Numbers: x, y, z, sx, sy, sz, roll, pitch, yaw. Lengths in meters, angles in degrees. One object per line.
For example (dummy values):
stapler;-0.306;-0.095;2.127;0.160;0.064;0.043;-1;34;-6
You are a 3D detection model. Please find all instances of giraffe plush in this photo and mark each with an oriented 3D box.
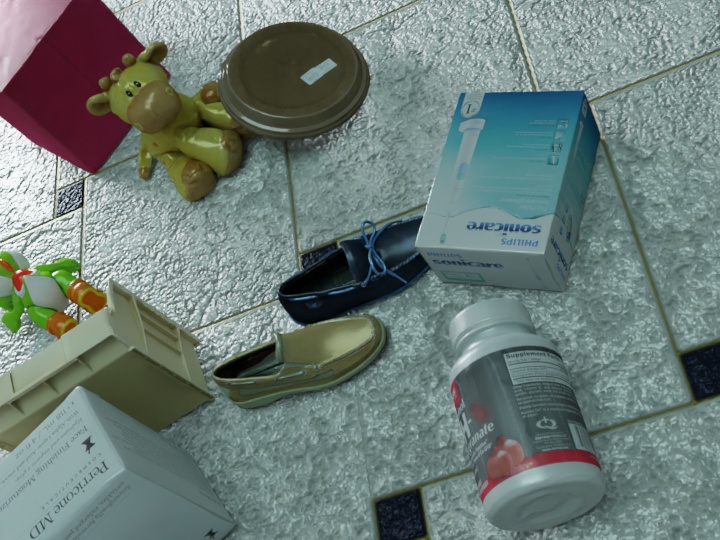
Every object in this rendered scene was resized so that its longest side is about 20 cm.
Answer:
giraffe plush;-0.259;-0.212;1.324;0.200;0.162;0.173;16;70;34

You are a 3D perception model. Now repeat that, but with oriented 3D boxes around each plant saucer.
plant saucer;-0.087;-0.254;1.294;0.199;0.030;0.201;0;57;1

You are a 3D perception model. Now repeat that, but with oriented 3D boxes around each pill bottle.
pill bottle;0.145;0.129;0.930;0.110;0.111;0.200;-24;53;14

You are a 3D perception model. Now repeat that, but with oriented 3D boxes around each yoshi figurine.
yoshi figurine;-0.434;0.032;1.337;0.200;0.112;0.112;25;116;23

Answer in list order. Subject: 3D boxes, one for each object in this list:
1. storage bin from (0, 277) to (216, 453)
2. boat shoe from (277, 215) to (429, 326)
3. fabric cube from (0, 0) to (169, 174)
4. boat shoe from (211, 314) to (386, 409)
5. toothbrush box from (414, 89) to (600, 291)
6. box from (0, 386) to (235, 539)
storage bin;-0.302;0.127;1.122;0.200;0.199;0.094;-32;55;8
boat shoe;0.000;0.000;1.114;0.200;0.069;0.084;-35;51;6
fabric cube;-0.444;-0.296;1.455;0.196;0.199;0.200;26;76;38
boat shoe;-0.070;0.094;1.091;0.200;0.076;0.072;-26;52;13
toothbrush box;0.160;-0.088;1.069;0.146;0.085;0.201;4;63;29
box;-0.275;0.260;1.023;0.199;0.200;0.131;-44;50;-2
